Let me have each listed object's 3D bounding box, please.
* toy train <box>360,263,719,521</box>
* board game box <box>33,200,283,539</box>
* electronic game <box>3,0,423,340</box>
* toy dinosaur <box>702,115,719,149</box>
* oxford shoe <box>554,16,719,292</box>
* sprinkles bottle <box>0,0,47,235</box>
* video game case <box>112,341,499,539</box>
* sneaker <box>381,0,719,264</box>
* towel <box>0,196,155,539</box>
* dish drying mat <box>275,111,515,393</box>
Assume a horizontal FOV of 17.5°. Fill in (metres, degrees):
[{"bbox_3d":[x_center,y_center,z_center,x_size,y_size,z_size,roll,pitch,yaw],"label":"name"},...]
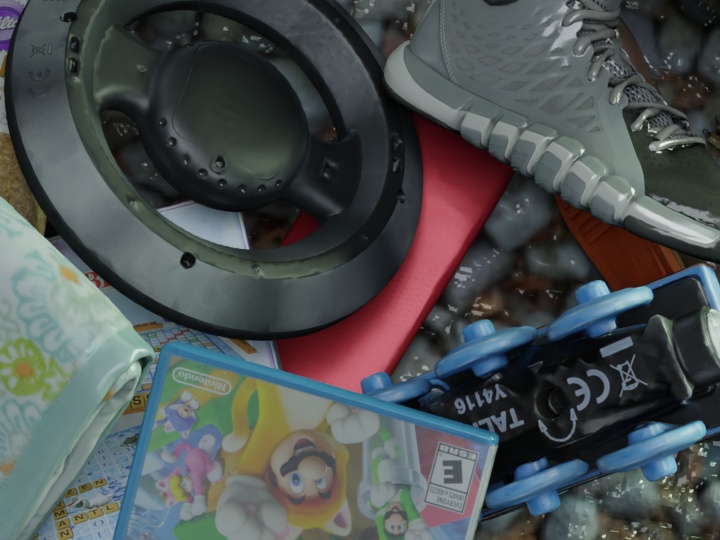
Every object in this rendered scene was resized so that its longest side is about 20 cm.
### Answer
[{"bbox_3d":[0.077,0.060,0.989,0.200,0.114,0.087,-24,83,25],"label":"toy train"},{"bbox_3d":[-0.125,0.085,1.034,0.199,0.041,0.200,-14,79,0],"label":"board game box"},{"bbox_3d":[-0.061,-0.062,1.021,0.199,0.042,0.201,15,58,-25],"label":"electronic game"},{"bbox_3d":[0.198,-0.037,1.058,0.058,0.200,0.101,-24,39,12],"label":"toy dinosaur"},{"bbox_3d":[0.141,-0.030,1.073,0.073,0.071,0.201,-13,83,-27],"label":"oxford shoe"},{"bbox_3d":[-0.156,-0.090,1.036,0.068,0.068,0.201,9,64,-1],"label":"sprinkles bottle"},{"bbox_3d":[-0.037,0.144,0.947,0.143,0.018,0.201,15,94,10],"label":"video game case"},{"bbox_3d":[0.107,-0.088,0.996,0.200,0.075,0.116,30,101,27],"label":"sneaker"},{"bbox_3d":[-0.195,0.050,0.960,0.171,0.048,0.200,41,113,11],"label":"towel"},{"bbox_3d":[0.000,0.000,1.076,0.077,0.018,0.200,31,81,7],"label":"dish drying mat"}]
